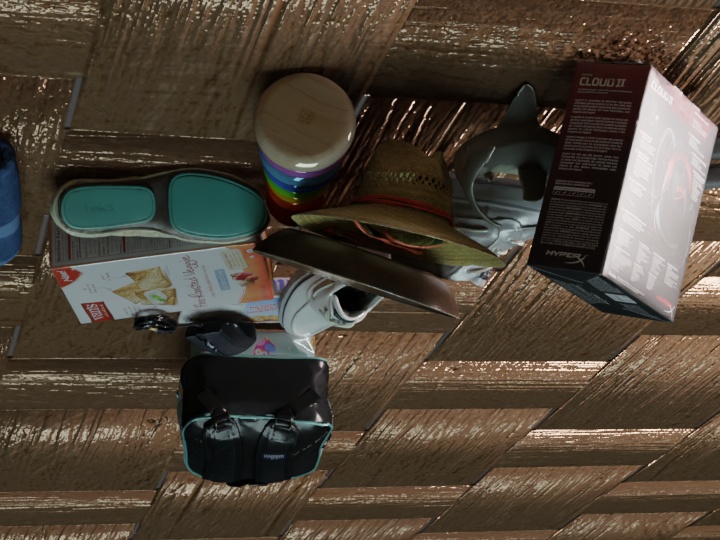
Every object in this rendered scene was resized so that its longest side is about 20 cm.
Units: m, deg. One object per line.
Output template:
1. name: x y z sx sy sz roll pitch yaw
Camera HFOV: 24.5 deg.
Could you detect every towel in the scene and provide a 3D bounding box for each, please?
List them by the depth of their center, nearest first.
1. towel: -0.355 -0.053 1.461 0.110 0.049 0.200 -2 155 -12

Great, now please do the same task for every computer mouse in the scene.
1. computer mouse: -0.170 0.068 1.705 0.058 0.035 0.199 -4 173 30

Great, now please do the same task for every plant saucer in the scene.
1. plant saucer: 0.000 0.000 1.501 0.198 0.032 0.200 19 178 1

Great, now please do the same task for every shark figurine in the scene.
1. shark figurine: 0.126 -0.112 1.411 0.213 0.128 0.090 -11 126 -51

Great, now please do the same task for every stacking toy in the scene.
1. stacking toy: -0.051 -0.090 1.431 0.084 0.086 0.200 -4 161 -5

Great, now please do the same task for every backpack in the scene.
1. backpack: -0.120 0.158 1.859 0.173 0.155 0.201 -2 146 -6

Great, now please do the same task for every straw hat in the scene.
1. straw hat: 0.038 -0.064 1.405 0.198 0.086 0.201 13 174 1

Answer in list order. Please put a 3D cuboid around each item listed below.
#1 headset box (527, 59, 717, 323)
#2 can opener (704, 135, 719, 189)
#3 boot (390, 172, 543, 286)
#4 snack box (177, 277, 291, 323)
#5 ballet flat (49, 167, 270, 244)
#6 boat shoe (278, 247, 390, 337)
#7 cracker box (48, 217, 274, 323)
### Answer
1. headset box: 0.227 -0.075 1.398 0.074 0.202 0.148 8 169 37
2. can opener: 0.248 -0.096 1.546 0.197 0.054 0.067 -5 -172 -5
3. boot: 0.123 -0.033 1.504 0.198 0.097 0.073 9 -169 19
4. snack box: -0.091 0.032 1.747 0.197 0.025 0.072 0 155 -14
5. ballet flat: -0.181 -0.060 1.497 0.197 0.068 0.062 3 -178 -13
6. boat shoe: -0.021 0.023 1.661 0.073 0.067 0.200 13 141 -28
7. cracker box: -0.188 -0.010 1.589 0.197 0.058 0.134 -7 156 1
